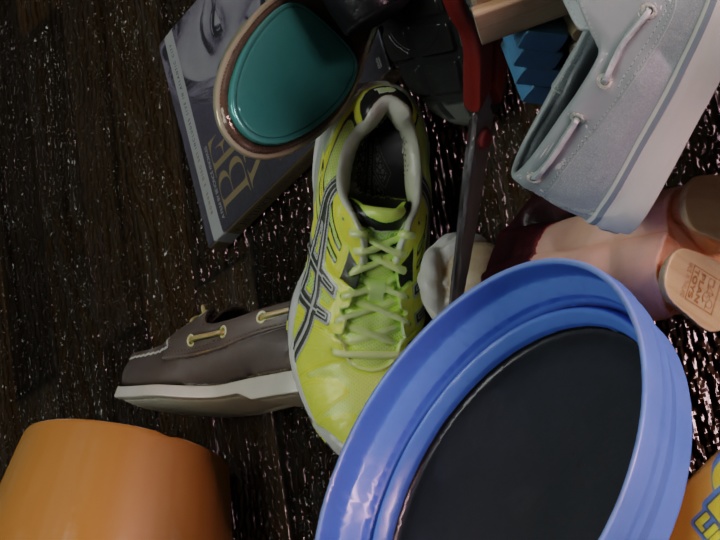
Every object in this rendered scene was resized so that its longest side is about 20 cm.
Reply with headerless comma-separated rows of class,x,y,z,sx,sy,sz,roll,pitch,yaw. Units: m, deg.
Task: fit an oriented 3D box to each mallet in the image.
mallet,0.032,-0.162,0.932,0.200,0.041,0.066,-17,99,60

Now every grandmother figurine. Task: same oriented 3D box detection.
grandmother figurine,0.094,0.004,0.952,0.200,0.060,0.122,-6,55,56

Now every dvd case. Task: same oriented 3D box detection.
dvd case,-0.052,-0.125,1.191,0.200,0.016,0.150,-42,55,44

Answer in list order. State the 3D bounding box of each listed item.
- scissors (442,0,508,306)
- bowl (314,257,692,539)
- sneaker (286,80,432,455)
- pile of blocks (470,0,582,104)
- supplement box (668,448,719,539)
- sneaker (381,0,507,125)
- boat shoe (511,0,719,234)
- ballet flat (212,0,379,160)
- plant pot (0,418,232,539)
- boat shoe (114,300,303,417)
scissors,0.061,-0.075,0.936,0.014,0.073,0.201,14,123,30
bowl,0.058,0.092,0.850,0.200,0.039,0.201,-38,34,32
sneaker,0.000,0.000,1.042,0.076,0.075,0.202,136,133,-83
pile of blocks,0.083,-0.131,0.894,0.200,0.082,0.062,72,180,-58
supplement box,0.155,0.111,0.809,0.200,0.069,0.067,-49,65,22
sneaker,0.048,-0.175,1.020,0.075,0.079,0.201,-2,105,48
boat shoe,0.113,-0.104,0.821,0.070,0.071,0.202,-77,6,-54
ballet flat,-0.027,-0.122,1.049,0.069,0.070,0.200,-21,28,51
plant pot,-0.151,0.191,1.168,0.200,0.199,0.184,-17,57,51
boat shoe,-0.069,0.049,1.155,0.199,0.072,0.060,-9,74,49
